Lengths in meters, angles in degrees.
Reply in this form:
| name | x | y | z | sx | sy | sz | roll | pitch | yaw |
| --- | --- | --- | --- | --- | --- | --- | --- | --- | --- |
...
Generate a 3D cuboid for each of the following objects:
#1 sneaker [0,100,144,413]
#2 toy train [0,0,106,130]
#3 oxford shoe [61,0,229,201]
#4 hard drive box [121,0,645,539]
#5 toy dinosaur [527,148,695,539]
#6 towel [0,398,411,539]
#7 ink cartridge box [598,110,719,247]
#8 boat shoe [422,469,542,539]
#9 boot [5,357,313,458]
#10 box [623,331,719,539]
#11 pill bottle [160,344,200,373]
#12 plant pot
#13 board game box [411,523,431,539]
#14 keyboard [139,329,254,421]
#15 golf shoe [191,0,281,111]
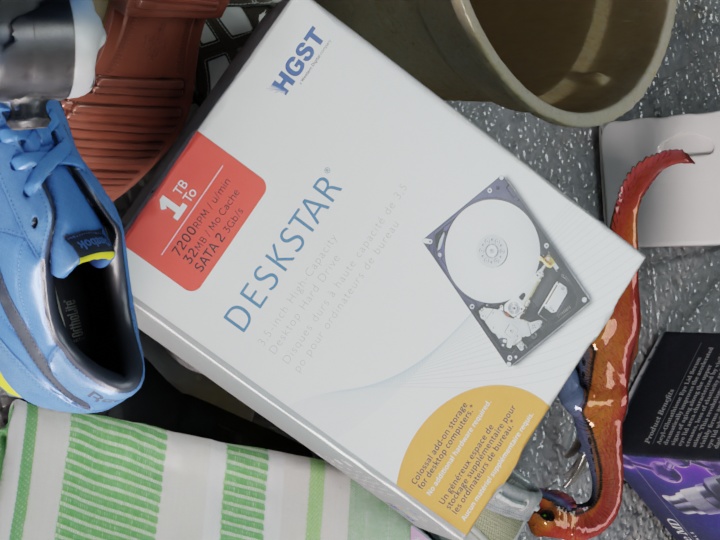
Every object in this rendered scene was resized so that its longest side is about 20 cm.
| name | x | y | z | sx | sy | sz | roll | pitch | yaw |
| --- | --- | --- | --- | --- | --- | --- | --- | --- | --- |
| sneaker | -0.127 | -0.041 | 0.717 | 0.066 | 0.078 | 0.202 | -24 | 104 | -38 |
| toy train | -0.175 | -0.105 | 0.640 | 0.198 | 0.087 | 0.115 | -4 | 96 | -22 |
| oxford shoe | -0.116 | -0.107 | 0.860 | 0.070 | 0.074 | 0.201 | 4 | 130 | -42 |
| hard drive box | 0.000 | 0.000 | 0.831 | 0.199 | 0.077 | 0.156 | 35 | 81 | -11 |
| toy dinosaur | 0.127 | 0.056 | 1.076 | 0.104 | 0.200 | 0.183 | 5 | 53 | -27 |
| towel | -0.069 | 0.143 | 0.819 | 0.199 | 0.023 | 0.154 | 14 | 58 | -20 |
| ink cartridge box | 0.273 | -0.061 | 1.208 | 0.199 | 0.144 | 0.085 | -3 | 91 | -43 |
| boat shoe | 0.038 | 0.092 | 0.961 | 0.065 | 0.074 | 0.202 | -45 | 136 | -7 |
| boot | -0.109 | 0.143 | 0.894 | 0.168 | 0.076 | 0.201 | 38 | 61 | -34 |
| box | 0.282 | 0.123 | 1.175 | 0.148 | 0.199 | 0.105 | 48 | 59 | -30 |
| pill bottle | -0.011 | -0.003 | 0.964 | 0.199 | 0.109 | 0.110 | 0 | 88 | -46 |
| plant pot | 0.036 | -0.165 | 0.959 | 0.200 | 0.183 | 0.202 | 5 | 83 | -47 |
| board game box | -0.009 | 0.231 | 0.954 | 0.200 | 0.041 | 0.200 | -59 | 138 | -11 |
| keyboard | -0.124 | 0.034 | 0.932 | 0.199 | 0.011 | 0.057 | 32 | 73 | -37 |
| golf shoe | -0.055 | -0.127 | 0.887 | 0.200 | 0.095 | 0.078 | 43 | 34 | 0 |
